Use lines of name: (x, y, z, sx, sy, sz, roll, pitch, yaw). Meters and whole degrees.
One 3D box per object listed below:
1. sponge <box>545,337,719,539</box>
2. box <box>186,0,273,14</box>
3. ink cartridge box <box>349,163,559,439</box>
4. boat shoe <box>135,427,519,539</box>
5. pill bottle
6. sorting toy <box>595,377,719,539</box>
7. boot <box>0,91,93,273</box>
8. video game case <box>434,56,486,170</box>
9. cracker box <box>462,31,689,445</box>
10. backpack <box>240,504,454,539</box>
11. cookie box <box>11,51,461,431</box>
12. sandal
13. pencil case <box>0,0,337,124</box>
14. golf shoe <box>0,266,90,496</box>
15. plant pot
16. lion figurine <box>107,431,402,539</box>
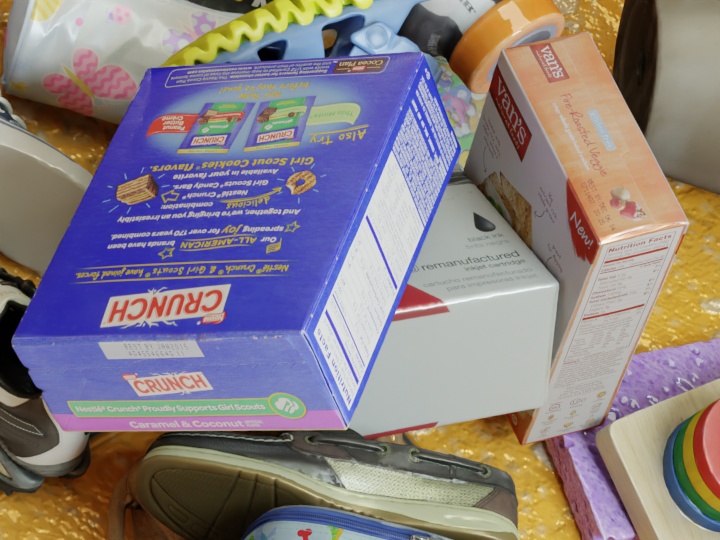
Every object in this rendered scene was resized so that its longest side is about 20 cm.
sponge: (0.202, 0.096, 1.684, 0.199, 0.030, 0.112, -10, 62, -26)
box: (-0.065, -0.198, 1.767, 0.199, 0.049, 0.160, 16, 56, -11)
ink cartridge box: (0.000, 0.000, 1.580, 0.144, 0.084, 0.200, -9, 34, -21)
boat shoe: (-0.015, 0.114, 1.479, 0.199, 0.073, 0.065, 15, 45, -7)
pill bottle: (0.036, -0.200, 1.712, 0.106, 0.106, 0.200, -26, 70, -33)
sorting toy: (0.265, 0.141, 1.624, 0.198, 0.070, 0.200, -19, 79, -28)
boot: (-0.208, -0.076, 1.617, 0.200, 0.073, 0.090, 33, 32, -12)
video game case: (0.097, -0.041, 1.743, 0.143, 0.018, 0.201, 14, 54, -14)
cracker box: (0.106, -0.015, 1.583, 0.058, 0.200, 0.134, -12, 58, -20)
backpack: (-0.027, 0.209, 1.424, 0.199, 0.183, 0.147, 14, 51, 0)
cookie box: (-0.060, -0.015, 1.465, 0.171, 0.075, 0.200, -1, 45, 28)
sandal: (-0.031, -0.112, 1.607, 0.199, 0.079, 0.087, -24, 96, -11)
pencil case: (-0.108, -0.122, 1.668, 0.199, 0.091, 0.083, 13, 36, -11)
golf shoe: (-0.201, 0.019, 1.537, 0.078, 0.095, 0.200, -29, 70, -33)
plant pot: (0.249, -0.118, 1.754, 0.173, 0.200, 0.201, 4, 56, -8)
lion figurine: (-0.063, 0.114, 1.542, 0.199, 0.073, 0.123, -7, 58, -23)
